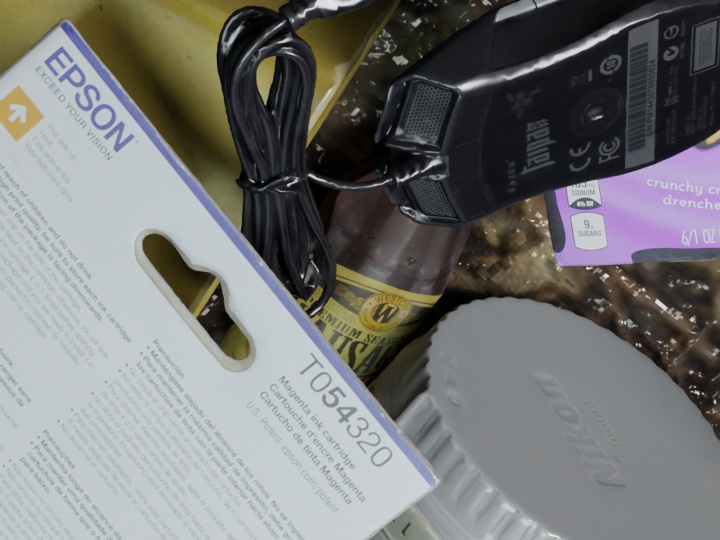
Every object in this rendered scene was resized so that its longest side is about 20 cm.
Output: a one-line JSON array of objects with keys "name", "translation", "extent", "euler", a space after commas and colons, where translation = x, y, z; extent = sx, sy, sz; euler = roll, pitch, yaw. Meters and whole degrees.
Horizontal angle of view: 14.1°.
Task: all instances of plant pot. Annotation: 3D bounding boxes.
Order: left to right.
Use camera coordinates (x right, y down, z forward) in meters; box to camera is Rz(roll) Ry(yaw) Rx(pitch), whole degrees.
[{"name": "plant pot", "translation": [-0.125, -0.065, 1.068], "extent": [0.200, 0.196, 0.194], "euler": [33, 108, -2]}]

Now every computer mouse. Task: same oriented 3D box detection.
[{"name": "computer mouse", "translation": [0.038, -0.075, 0.951], "extent": [0.200, 0.046, 0.141], "euler": [-24, 137, -12]}]

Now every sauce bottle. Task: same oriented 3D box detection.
[{"name": "sauce bottle", "translation": [0.000, 0.000, 1.173], "extent": [0.066, 0.066, 0.200], "euler": [29, 125, -7]}]

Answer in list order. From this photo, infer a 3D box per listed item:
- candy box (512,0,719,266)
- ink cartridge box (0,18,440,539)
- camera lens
[{"name": "candy box", "translation": [0.140, -0.106, 1.024], "extent": [0.167, 0.072, 0.200], "euler": [-3, 122, 15]}, {"name": "ink cartridge box", "translation": [-0.103, 0.049, 0.976], "extent": [0.200, 0.043, 0.196], "euler": [-38, 91, 17]}, {"name": "camera lens", "translation": [0.042, 0.130, 1.190], "extent": [0.160, 0.160, 0.200], "euler": [30, 124, -7]}]
